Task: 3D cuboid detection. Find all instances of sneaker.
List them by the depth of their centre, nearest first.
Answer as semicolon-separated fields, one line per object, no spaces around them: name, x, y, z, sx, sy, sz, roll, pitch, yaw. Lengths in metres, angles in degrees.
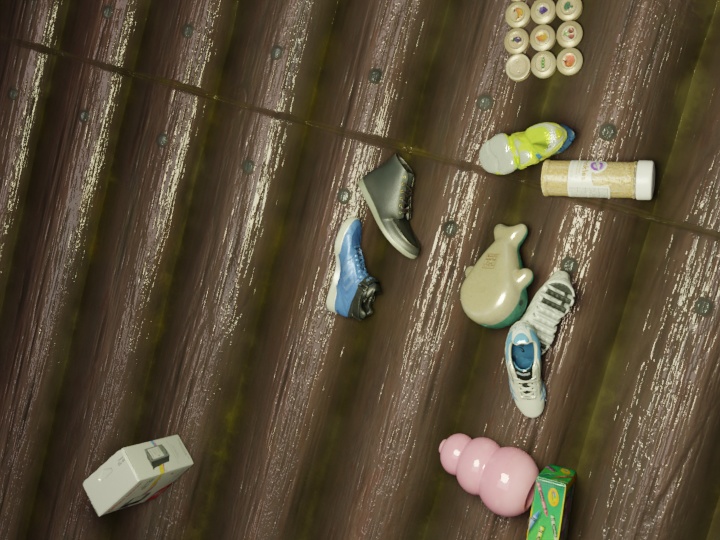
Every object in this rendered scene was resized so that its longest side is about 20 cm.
sneaker;0.301;0.192;1.556;0.070;0.073;0.204;-2;118;21
sneaker;0.337;0.087;1.575;0.074;0.081;0.202;29;121;0
sneaker;0.319;-0.228;1.590;0.198;0.103;0.078;-7;93;53
sneaker;0.081;-0.130;1.684;0.106;0.074;0.202;-37;74;21
sneaker;0.001;0.000;1.716;0.109;0.076;0.205;17;100;29

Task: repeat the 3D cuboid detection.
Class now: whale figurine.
whale figurine;0.270;0.014;1.598;0.157;0.103;0.204;0;66;48

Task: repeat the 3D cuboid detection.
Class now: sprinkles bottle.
sprinkles bottle;0.430;-0.166;1.535;0.195;0.068;0.070;4;91;24

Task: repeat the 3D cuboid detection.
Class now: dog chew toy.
dog chew toy;0.236;0.374;1.591;0.197;0.124;0.127;22;98;30

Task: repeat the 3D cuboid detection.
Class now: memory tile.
memory tile;0.347;-0.467;1.604;0.150;0.017;0.206;0;90;24

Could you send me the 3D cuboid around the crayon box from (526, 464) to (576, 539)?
crayon box;0.343;0.469;1.538;0.057;0.118;0.206;9;92;23

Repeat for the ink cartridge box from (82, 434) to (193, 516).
ink cartridge box;-0.486;0.448;1.861;0.147;0.199;0.086;-41;74;18
